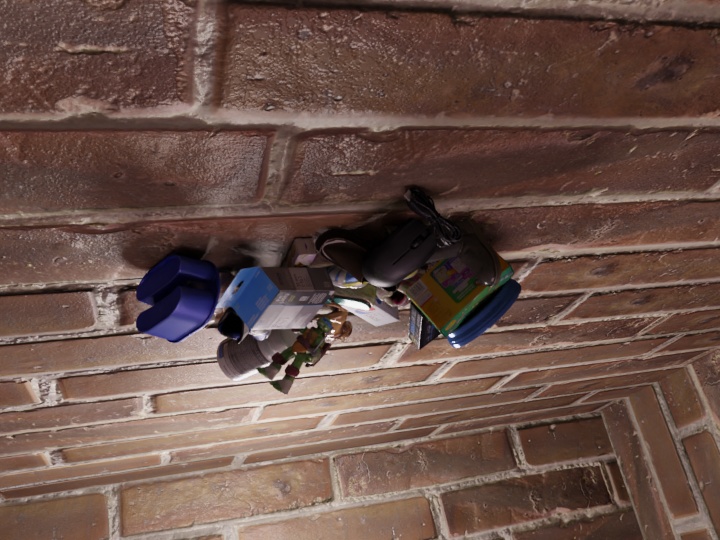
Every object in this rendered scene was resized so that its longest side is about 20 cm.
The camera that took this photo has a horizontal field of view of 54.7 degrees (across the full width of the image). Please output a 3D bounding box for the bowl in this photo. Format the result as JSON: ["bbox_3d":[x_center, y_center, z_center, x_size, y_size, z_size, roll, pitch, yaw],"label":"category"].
[{"bbox_3d":[0.262,0.086,1.520,0.200,0.039,0.201,-43,-176,3],"label":"bowl"}]

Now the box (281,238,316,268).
[{"bbox_3d":[-0.138,-0.002,1.444,0.038,0.042,0.200,-3,155,-22],"label":"box"}]

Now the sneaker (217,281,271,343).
[{"bbox_3d":[-0.260,0.111,1.519,0.080,0.115,0.200,29,153,15],"label":"sneaker"}]

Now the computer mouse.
[{"bbox_3d":[0.079,-0.043,1.300,0.200,0.138,0.053,-44,-170,17],"label":"computer mouse"}]

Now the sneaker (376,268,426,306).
[{"bbox_3d":[0.096,0.044,1.595,0.199,0.089,0.081,9,148,-39],"label":"sneaker"}]

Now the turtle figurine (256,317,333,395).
[{"bbox_3d":[-0.156,0.166,1.562,0.194,0.144,0.200,-52,171,-4],"label":"turtle figurine"}]

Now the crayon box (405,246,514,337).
[{"bbox_3d":[0.208,0.027,1.461,0.200,0.119,0.058,-42,151,1],"label":"crayon box"}]

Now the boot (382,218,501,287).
[{"bbox_3d":[0.158,-0.031,1.375,0.199,0.182,0.073,-5,136,-25],"label":"boot"}]

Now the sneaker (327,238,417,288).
[{"bbox_3d":[0.024,-0.027,1.456,0.198,0.076,0.106,-9,137,-6],"label":"sneaker"}]

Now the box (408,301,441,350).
[{"bbox_3d":[0.201,0.077,1.616,0.198,0.050,0.200,-34,155,-16],"label":"box"}]

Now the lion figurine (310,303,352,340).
[{"bbox_3d":[-0.067,0.120,1.691,0.121,0.073,0.200,7,160,-8],"label":"lion figurine"}]

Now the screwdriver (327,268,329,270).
[{"bbox_3d":[0.000,0.000,1.525,0.198,0.028,0.029,-7,161,-8],"label":"screwdriver"}]

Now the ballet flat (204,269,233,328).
[{"bbox_3d":[-0.313,0.070,1.481,0.068,0.068,0.200,1,152,-27],"label":"ballet flat"}]

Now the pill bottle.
[{"bbox_3d":[-0.247,0.189,1.712,0.199,0.115,0.114,-25,153,27],"label":"pill bottle"}]

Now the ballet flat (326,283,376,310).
[{"bbox_3d":[-0.058,0.043,1.543,0.198,0.063,0.068,10,156,13],"label":"ballet flat"}]

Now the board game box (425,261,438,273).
[{"bbox_3d":[0.194,-0.002,1.584,0.157,0.039,0.201,-28,152,-28],"label":"board game box"}]

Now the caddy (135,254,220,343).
[{"bbox_3d":[-0.349,0.057,1.349,0.199,0.142,0.105,-30,147,35],"label":"caddy"}]

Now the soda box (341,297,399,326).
[{"bbox_3d":[0.023,0.073,1.648,0.068,0.064,0.200,-15,157,21],"label":"soda box"}]

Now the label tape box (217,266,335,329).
[{"bbox_3d":[-0.172,0.058,1.400,0.199,0.066,0.143,-1,145,-39],"label":"label tape box"}]

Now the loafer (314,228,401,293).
[{"bbox_3d":[0.003,-0.017,1.375,0.199,0.072,0.073,23,122,-15],"label":"loafer"}]
